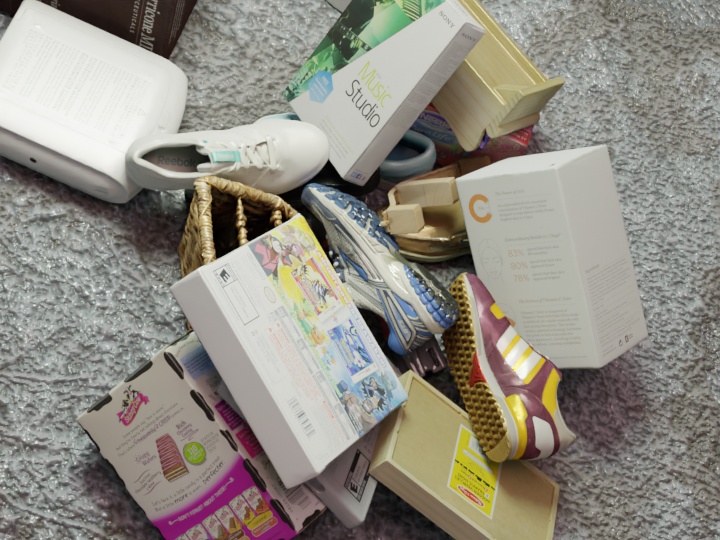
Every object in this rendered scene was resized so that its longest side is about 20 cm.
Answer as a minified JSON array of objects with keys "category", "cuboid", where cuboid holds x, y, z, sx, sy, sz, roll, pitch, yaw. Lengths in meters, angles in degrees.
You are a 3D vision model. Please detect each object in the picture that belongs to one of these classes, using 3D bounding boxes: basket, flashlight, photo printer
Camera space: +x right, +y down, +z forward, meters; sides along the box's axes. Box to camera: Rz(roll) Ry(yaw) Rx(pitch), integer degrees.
[{"category":"basket","cuboid":[-0.091,0.025,1.567,0.142,0.149,0.200,-1,64,-15]},{"category":"flashlight","cuboid":[0.014,0.026,1.646,0.068,0.068,0.200,-21,76,-14]},{"category":"photo printer","cuboid":[-0.282,-0.167,1.656,0.200,0.069,0.167,23,62,-3]}]

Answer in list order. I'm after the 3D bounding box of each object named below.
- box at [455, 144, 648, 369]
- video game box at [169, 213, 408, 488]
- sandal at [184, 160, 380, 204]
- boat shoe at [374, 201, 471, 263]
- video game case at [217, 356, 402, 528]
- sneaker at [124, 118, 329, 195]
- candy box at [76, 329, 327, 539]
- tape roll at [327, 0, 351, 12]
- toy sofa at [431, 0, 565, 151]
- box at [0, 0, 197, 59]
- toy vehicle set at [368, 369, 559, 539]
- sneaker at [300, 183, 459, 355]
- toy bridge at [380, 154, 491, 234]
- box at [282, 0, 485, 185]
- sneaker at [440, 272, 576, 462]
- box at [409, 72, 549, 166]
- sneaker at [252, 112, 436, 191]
[{"category":"box","cuboid":[0.188,-0.011,1.613,0.097,0.124,0.200,-25,105,-47]},{"category":"video game box","cuboid":[-0.058,0.065,1.436,0.200,0.047,0.182,60,34,-1]},{"category":"sandal","cuboid":[-0.081,-0.102,1.659,0.200,0.048,0.075,-7,33,2]},{"category":"boat shoe","cuboid":[0.108,-0.055,1.700,0.200,0.076,0.072,-2,65,-16]},{"category":"video game case","cuboid":[-0.037,0.107,1.497,0.182,0.023,0.200,49,34,-19]},{"category":"sneaker","cuboid":[-0.126,-0.107,1.579,0.200,0.088,0.075,-6,90,-7]},{"category":"candy box","cuboid":[-0.142,0.171,1.464,0.200,0.136,0.061,54,33,0]},{"category":"tape roll","cuboid":[0.030,-0.367,1.858,0.202,0.037,0.203,6,62,-11]},{"category":"toy sofa","cuboid":[0.104,-0.224,1.681,0.083,0.098,0.200,-23,69,-48]},{"category":"box","cuboid":[-0.260,-0.341,1.694,0.200,0.166,0.164,23,60,-2]},{"category":"toy vehicle set","cuboid":[0.101,0.197,1.542,0.200,0.027,0.124,39,37,-15]},{"category":"sneaker","cuboid":[0.000,0.000,1.583,0.085,0.077,0.200,-46,73,14]},{"category":"toy bridge","cuboid":[0.065,-0.077,1.654,0.200,0.067,0.027,-36,119,-56]},{"category":"box","cuboid":[0.019,-0.204,1.619,0.036,0.200,0.144,18,28,-47]},{"category":"sneaker","cuboid":[0.142,0.092,1.584,0.090,0.075,0.200,-2,61,-24]},{"category":"box","cuboid":[0.085,-0.183,1.747,0.200,0.095,0.103,22,61,-3]},{"category":"sneaker","cuboid":[-0.016,-0.138,1.706,0.200,0.082,0.074,8,62,-11]}]
